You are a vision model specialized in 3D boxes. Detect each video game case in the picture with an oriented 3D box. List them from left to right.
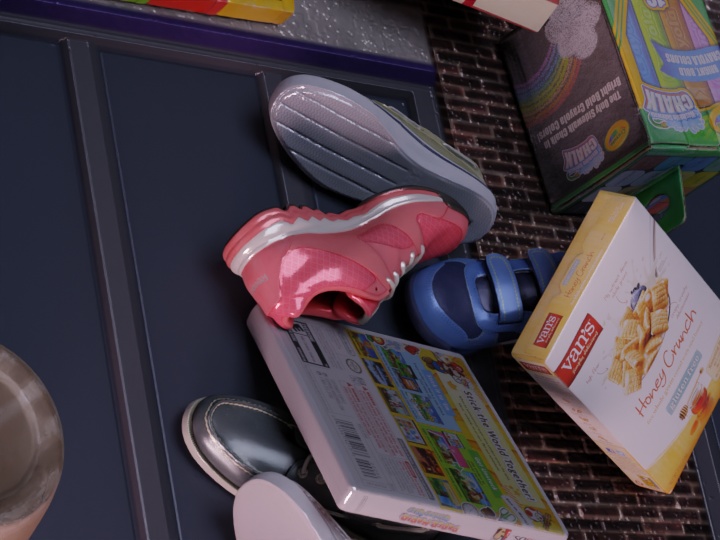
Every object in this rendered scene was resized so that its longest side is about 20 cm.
[{"bbox_3d":[0.030,0.106,1.730,0.182,0.023,0.200,15,28,-33],"label":"video game case"}]

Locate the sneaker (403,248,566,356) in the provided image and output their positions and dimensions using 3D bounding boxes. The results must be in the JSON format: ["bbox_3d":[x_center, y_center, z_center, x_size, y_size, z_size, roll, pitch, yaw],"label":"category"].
[{"bbox_3d":[0.120,0.019,1.877,0.200,0.082,0.074,2,67,-38],"label":"sneaker"}]

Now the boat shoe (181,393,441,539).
[{"bbox_3d":[-0.025,0.130,1.704,0.200,0.062,0.073,30,53,-22],"label":"boat shoe"}]

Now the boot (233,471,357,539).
[{"bbox_3d":[-0.004,0.208,1.681,0.096,0.073,0.200,-36,99,-51],"label":"boot"}]

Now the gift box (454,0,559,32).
[{"bbox_3d":[0.096,-0.312,1.977,0.184,0.187,0.200,22,34,-22],"label":"gift box"}]

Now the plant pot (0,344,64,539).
[{"bbox_3d":[-0.258,0.121,1.438,0.200,0.173,0.200,21,54,-31],"label":"plant pot"}]

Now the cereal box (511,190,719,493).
[{"bbox_3d":[0.201,0.054,1.867,0.200,0.039,0.144,44,68,-43],"label":"cereal box"}]

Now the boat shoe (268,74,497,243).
[{"bbox_3d":[0.013,-0.086,1.871,0.200,0.072,0.062,33,24,-26],"label":"boat shoe"}]

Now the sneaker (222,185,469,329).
[{"bbox_3d":[0.000,0.000,1.788,0.200,0.074,0.087,-10,61,-35],"label":"sneaker"}]

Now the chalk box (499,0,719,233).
[{"bbox_3d":[0.215,-0.118,2.006,0.124,0.124,0.200,-2,68,-40],"label":"chalk box"}]

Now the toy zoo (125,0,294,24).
[{"bbox_3d":[-0.121,-0.249,1.875,0.200,0.020,0.131,5,63,-38],"label":"toy zoo"}]
